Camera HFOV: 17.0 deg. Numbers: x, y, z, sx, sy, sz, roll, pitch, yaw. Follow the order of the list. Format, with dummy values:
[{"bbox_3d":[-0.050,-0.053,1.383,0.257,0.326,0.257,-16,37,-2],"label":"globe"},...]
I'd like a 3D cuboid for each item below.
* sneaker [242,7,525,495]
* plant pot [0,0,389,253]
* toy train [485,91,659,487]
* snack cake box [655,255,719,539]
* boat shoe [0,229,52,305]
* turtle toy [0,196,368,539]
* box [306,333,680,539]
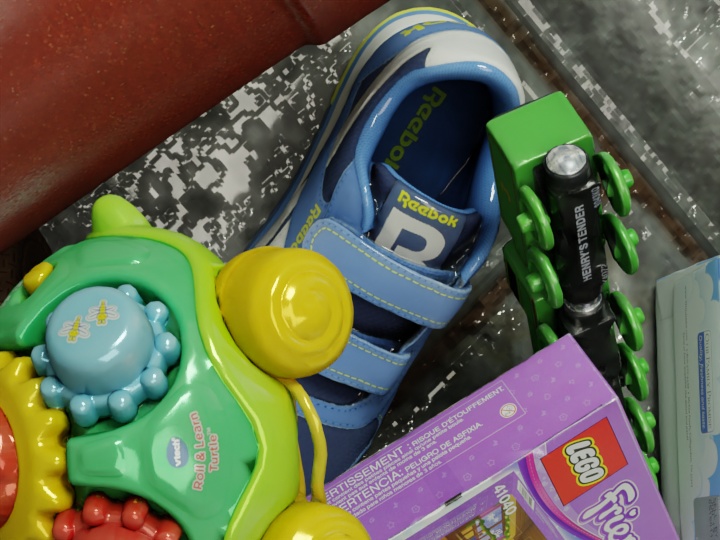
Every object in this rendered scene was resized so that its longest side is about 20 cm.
[{"bbox_3d":[0.000,0.000,0.862,0.073,0.082,0.201,22,91,-19],"label":"sneaker"},{"bbox_3d":[-0.106,-0.111,0.774,0.195,0.201,0.201,-39,104,0],"label":"plant pot"},{"bbox_3d":[0.075,0.018,0.850,0.041,0.057,0.201,-23,140,-9],"label":"toy train"},{"bbox_3d":[0.216,0.058,0.924,0.198,0.067,0.116,1,80,-16],"label":"snack cake box"},{"bbox_3d":[-0.139,0.084,0.838,0.074,0.075,0.204,-6,84,13],"label":"boat shoe"},{"bbox_3d":[-0.074,0.078,0.736,0.100,0.145,0.202,-3,88,-36],"label":"turtle toy"},{"bbox_3d":[0.053,0.129,0.856,0.136,0.039,0.201,-31,134,-4],"label":"box"}]
